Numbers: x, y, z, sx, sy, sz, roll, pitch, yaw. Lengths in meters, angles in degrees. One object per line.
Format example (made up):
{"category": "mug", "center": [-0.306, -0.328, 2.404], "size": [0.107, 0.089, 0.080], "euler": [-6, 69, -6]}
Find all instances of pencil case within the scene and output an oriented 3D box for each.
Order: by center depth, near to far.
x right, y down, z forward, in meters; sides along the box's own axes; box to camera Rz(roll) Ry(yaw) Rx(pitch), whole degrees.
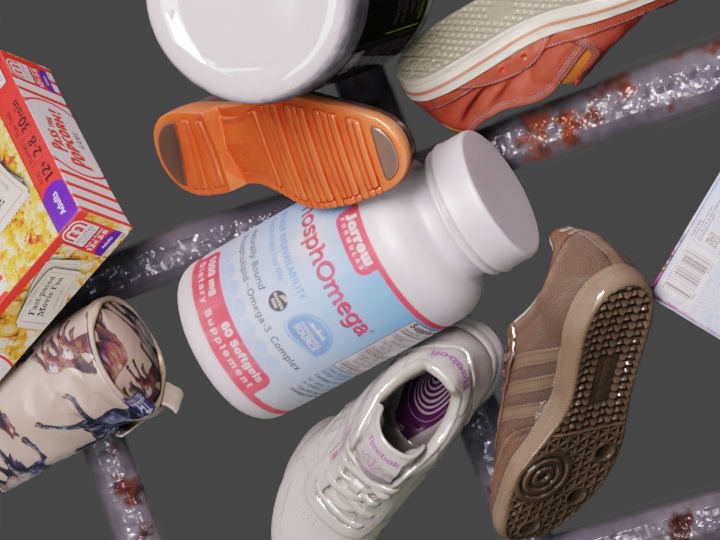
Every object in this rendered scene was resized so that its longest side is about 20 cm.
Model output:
{"category": "pencil case", "center": [-0.213, 0.098, 1.670], "size": [0.200, 0.078, 0.089], "euler": [-30, 106, 22]}

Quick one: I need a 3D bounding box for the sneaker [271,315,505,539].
{"category": "sneaker", "center": [0.003, 0.110, 1.588], "size": [0.075, 0.100, 0.200], "euler": [39, 111, 4]}

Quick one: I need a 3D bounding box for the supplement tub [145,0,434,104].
{"category": "supplement tub", "center": [-0.030, -0.164, 1.490], "size": [0.122, 0.200, 0.123], "euler": [4, 101, 19]}

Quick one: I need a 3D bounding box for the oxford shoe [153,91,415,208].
{"category": "oxford shoe", "center": [-0.033, -0.083, 1.539], "size": [0.200, 0.073, 0.071], "euler": [8, 120, 46]}

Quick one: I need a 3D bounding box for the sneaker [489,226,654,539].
{"category": "sneaker", "center": [0.117, 0.066, 1.567], "size": [0.076, 0.070, 0.200], "euler": [54, 134, 44]}

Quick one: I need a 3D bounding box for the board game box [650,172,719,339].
{"category": "board game box", "center": [0.297, -0.019, 1.493], "size": [0.199, 0.041, 0.200], "euler": [33, 109, 10]}

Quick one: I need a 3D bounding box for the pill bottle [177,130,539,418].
{"category": "pill bottle", "center": [0.000, 0.000, 1.561], "size": [0.200, 0.109, 0.109], "euler": [-30, 90, 22]}

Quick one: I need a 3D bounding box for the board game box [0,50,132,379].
{"category": "board game box", "center": [-0.240, -0.012, 1.636], "size": [0.200, 0.046, 0.152], "euler": [-48, 49, 20]}

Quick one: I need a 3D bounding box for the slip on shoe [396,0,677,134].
{"category": "slip on shoe", "center": [0.119, -0.140, 1.524], "size": [0.200, 0.074, 0.061], "euler": [-28, 126, 16]}
